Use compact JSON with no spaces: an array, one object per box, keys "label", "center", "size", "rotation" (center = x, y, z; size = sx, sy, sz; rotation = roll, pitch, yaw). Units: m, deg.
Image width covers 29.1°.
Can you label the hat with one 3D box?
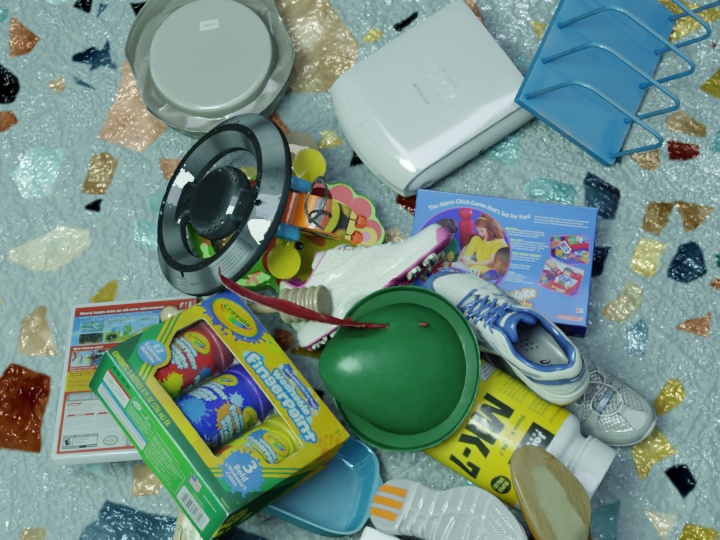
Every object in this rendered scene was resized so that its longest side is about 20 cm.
[{"label":"hat","center":[-0.011,0.088,1.322],"size":[0.199,0.176,0.167],"rotation":[0,83,31]}]

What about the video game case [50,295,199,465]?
[{"label":"video game case","center":[-0.247,0.114,1.479],"size":[0.142,0.018,0.201],"rotation":[-5,51,4]}]

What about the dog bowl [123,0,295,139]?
[{"label":"dog bowl","center":[-0.170,-0.241,1.604],"size":[0.199,0.059,0.201],"rotation":[-1,72,4]}]

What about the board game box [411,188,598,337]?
[{"label":"board game box","center":[0.152,-0.009,1.506],"size":[0.199,0.045,0.135],"rotation":[7,73,7]}]

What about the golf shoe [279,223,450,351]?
[{"label":"golf shoe","center":[0.000,0.000,1.460],"size":[0.199,0.075,0.092],"rotation":[-35,79,10]}]

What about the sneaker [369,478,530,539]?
[{"label":"sneaker","center":[0.110,0.262,1.367],"size":[0.199,0.112,0.078],"rotation":[14,71,50]}]

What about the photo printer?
[{"label":"photo printer","center":[0.076,-0.189,1.559],"size":[0.199,0.069,0.167],"rotation":[-33,72,-6]}]

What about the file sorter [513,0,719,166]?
[{"label":"file sorter","center":[0.287,-0.240,1.502],"size":[0.138,0.123,0.201],"rotation":[31,74,-21]}]

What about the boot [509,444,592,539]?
[{"label":"boot","center":[0.177,0.267,1.348],"size":[0.071,0.144,0.202],"rotation":[-35,91,-29]}]

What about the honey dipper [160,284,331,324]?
[{"label":"honey dipper","center":[-0.126,0.043,1.462],"size":[0.199,0.038,0.038],"rotation":[-7,70,25]}]

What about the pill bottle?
[{"label":"pill bottle","center":[0.151,0.172,1.412],"size":[0.199,0.114,0.115],"rotation":[30,77,14]}]

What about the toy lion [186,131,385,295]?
[{"label":"toy lion","center":[-0.080,-0.040,1.534],"size":[0.199,0.069,0.193],"rotation":[-25,79,-3]}]

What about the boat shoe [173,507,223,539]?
[{"label":"boat shoe","center":[-0.176,0.239,1.442],"size":[0.063,0.073,0.202],"rotation":[-3,77,1]}]

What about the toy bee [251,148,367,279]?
[{"label":"toy bee","center":[-0.055,-0.050,1.439],"size":[0.131,0.108,0.200],"rotation":[-63,34,12]}]

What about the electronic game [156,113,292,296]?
[{"label":"electronic game","center":[-0.143,-0.069,1.436],"size":[0.199,0.042,0.201],"rotation":[-24,53,37]}]

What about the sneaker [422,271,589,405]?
[{"label":"sneaker","center":[0.145,0.050,1.384],"size":[0.199,0.088,0.075],"rotation":[32,74,21]}]

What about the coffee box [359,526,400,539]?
[{"label":"coffee box","center":[0.065,0.382,1.306],"size":[0.199,0.200,0.199],"rotation":[21,76,12]}]

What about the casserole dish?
[{"label":"casserole dish","center":[-0.072,0.204,1.424],"size":[0.199,0.039,0.122],"rotation":[26,48,-9]}]

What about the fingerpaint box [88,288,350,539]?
[{"label":"fingerpaint box","center":[-0.138,0.137,1.364],"size":[0.166,0.073,0.200],"rotation":[-27,72,-39]}]

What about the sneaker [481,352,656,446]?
[{"label":"sneaker","center":[0.213,0.118,1.440],"size":[0.199,0.082,0.075],"rotation":[27,76,13]}]
